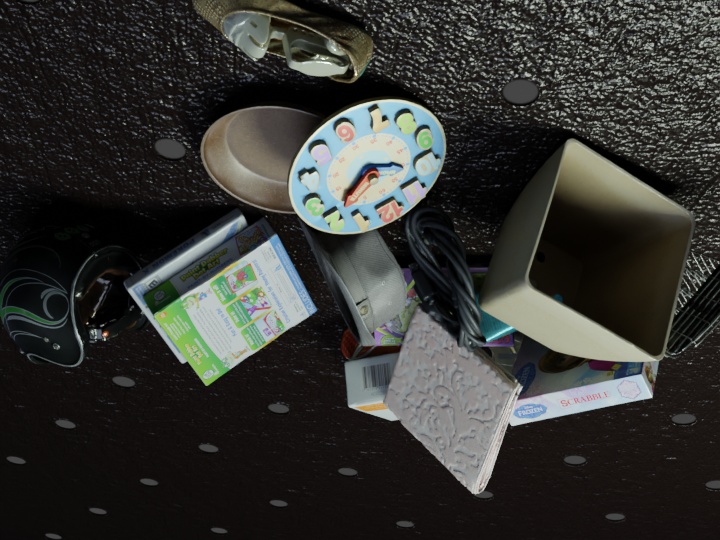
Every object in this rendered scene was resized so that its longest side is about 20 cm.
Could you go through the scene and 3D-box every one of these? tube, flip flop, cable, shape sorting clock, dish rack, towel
[{"bbox_3d":[0.228,0.042,1.475,0.198,0.078,0.050,-16,160,0],"label":"tube"},{"bbox_3d":[0.225,0.114,1.643,0.080,0.058,0.201,-2,140,19],"label":"flip flop"},{"bbox_3d":[0.115,0.010,1.402,0.050,0.201,0.164,-16,141,-15],"label":"cable"},{"bbox_3d":[0.010,-0.118,1.290,0.198,0.039,0.201,-18,143,-14],"label":"shape sorting clock"},{"bbox_3d":[0.383,0.038,1.355,0.055,0.154,0.200,43,175,-25],"label":"dish rack"},{"bbox_3d":[0.121,0.170,1.487,0.032,0.200,0.193,-13,132,-39],"label":"towel"}]

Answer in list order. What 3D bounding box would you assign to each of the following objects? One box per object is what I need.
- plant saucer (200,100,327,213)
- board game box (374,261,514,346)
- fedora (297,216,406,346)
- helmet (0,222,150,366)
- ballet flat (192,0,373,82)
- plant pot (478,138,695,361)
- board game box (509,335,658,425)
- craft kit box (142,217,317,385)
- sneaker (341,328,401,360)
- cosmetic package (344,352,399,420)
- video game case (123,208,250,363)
[{"bbox_3d":[-0.093,-0.143,1.332,0.198,0.037,0.201,4,147,3],"label":"plant saucer"},{"bbox_3d":[0.114,0.047,1.535,0.198,0.032,0.121,0,108,11],"label":"board game box"},{"bbox_3d":[0.000,0.000,1.452,0.090,0.177,0.201,-27,116,-6],"label":"fedora"},{"bbox_3d":[-0.403,0.035,1.511,0.189,0.202,0.200,6,152,35],"label":"helmet"},{"bbox_3d":[-0.082,-0.246,1.149,0.198,0.066,0.071,13,146,-10],"label":"ballet flat"},{"bbox_3d":[0.257,-0.003,1.338,0.199,0.201,0.177,28,155,-15],"label":"plant pot"},{"bbox_3d":[0.302,0.112,1.469,0.198,0.200,0.041,-18,114,31],"label":"board game box"},{"bbox_3d":[-0.175,0.047,1.526,0.197,0.049,0.201,-36,144,-9],"label":"craft kit box"},{"bbox_3d":[0.061,0.088,1.640,0.199,0.074,0.077,-18,161,39],"label":"sneaker"},{"bbox_3d":[0.057,0.182,1.699,0.100,0.072,0.200,-11,163,19],"label":"cosmetic package"},{"bbox_3d":[-0.211,0.026,1.525,0.181,0.022,0.201,-34,143,-8],"label":"video game case"}]
